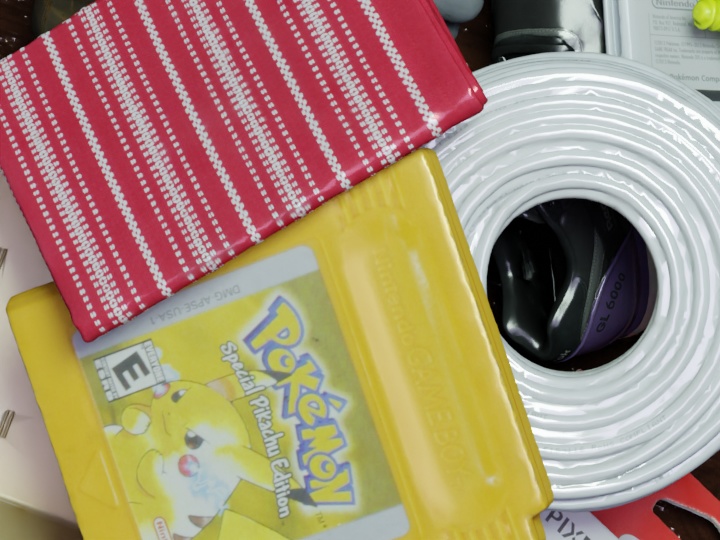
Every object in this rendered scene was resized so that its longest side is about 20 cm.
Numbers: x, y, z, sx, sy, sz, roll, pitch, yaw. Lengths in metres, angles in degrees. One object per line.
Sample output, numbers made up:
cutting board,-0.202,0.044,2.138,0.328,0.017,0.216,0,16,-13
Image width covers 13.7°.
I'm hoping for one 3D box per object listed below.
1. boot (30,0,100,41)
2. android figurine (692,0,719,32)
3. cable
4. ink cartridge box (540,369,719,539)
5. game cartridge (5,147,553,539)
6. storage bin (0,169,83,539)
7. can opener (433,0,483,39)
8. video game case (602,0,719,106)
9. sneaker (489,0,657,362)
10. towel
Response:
boot,-0.051,-0.127,1.349,0.199,0.097,0.075,-11,58,-7
android figurine,0.233,-0.129,1.389,0.199,0.041,0.183,4,82,-33
cable,0.090,0.004,1.306,0.200,0.069,0.200,37,94,3
ink cartridge box,0.137,0.161,1.369,0.200,0.045,0.176,43,56,-5
game cartridge,-0.033,0.062,1.274,0.199,0.032,0.177,-20,88,16
storage bin,-0.176,0.024,1.358,0.199,0.094,0.199,21,84,-5
can opener,0.055,-0.190,1.378,0.066,0.053,0.201,21,58,-14
video game case,0.196,-0.137,1.405,0.199,0.023,0.183,1,83,-31
sneaker,0.088,-0.058,1.372,0.087,0.076,0.201,-20,102,-51
towel,-0.058,-0.074,1.273,0.200,0.022,0.145,-31,62,5
